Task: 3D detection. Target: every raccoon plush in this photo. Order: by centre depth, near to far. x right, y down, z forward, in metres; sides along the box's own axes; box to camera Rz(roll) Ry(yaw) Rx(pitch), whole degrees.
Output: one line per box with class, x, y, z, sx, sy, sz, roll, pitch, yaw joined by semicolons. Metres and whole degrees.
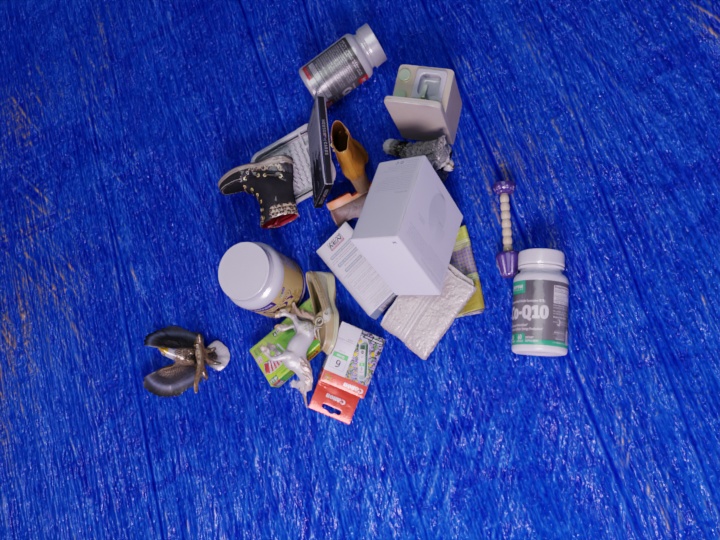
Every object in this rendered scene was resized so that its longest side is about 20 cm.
raccoon plush;0.122;-0.257;1.447;0.195;0.134;0.099;13;83;19

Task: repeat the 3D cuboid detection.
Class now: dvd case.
dvd case;-0.093;-0.263;1.468;0.024;0.150;0.206;-2;77;-14

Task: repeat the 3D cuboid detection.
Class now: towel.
towel;0.147;0.075;1.400;0.132;0.034;0.202;36;92;22
towel;0.188;0.012;1.429;0.140;0.023;0.205;-13;75;15

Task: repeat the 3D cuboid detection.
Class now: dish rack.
dish rack;-0.160;-0.242;1.582;0.196;0.043;0.175;-26;73;10

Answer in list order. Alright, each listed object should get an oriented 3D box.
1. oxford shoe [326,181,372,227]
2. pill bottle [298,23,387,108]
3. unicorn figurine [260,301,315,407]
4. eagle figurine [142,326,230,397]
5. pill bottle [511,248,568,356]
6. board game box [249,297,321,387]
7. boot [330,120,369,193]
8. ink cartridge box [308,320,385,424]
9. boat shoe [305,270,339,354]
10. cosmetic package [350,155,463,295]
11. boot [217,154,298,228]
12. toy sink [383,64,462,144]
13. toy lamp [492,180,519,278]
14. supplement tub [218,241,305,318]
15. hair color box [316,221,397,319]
oxford shoe;0.022;-0.162;1.506;0.196;0.071;0.074;-21;101;9
pill bottle;-0.040;-0.488;1.559;0.198;0.114;0.115;-33;71;8
unicorn figurine;-0.146;0.175;1.418;0.134;0.074;0.204;20;79;9
eagle figurine;-0.426;0.207;1.543;0.197;0.152;0.152;-15;27;43
pill bottle;0.363;0.066;1.315;0.110;0.113;0.206;1;78;17
board game box;-0.148;0.162;1.489;0.199;0.048;0.102;-41;71;6
boot;-0.030;-0.284;1.466;0.069;0.145;0.204;-21;46;6
ink cartridge box;-0.031;0.224;1.417;0.107;0.050;0.204;22;85;-6
boat shoe;-0.086;0.089;1.411;0.062;0.074;0.205;9;54;-18
cosmetic package;0.101;-0.087;1.342;0.121;0.200;0.204;-3;54;36
boot;-0.238;-0.174;1.535;0.195;0.073;0.154;-16;74;9
toy sink;0.142;-0.375;1.432;0.127;0.200;0.115;11;82;19
toy lamp;0.314;-0.086;1.395;0.057;0.058;0.206;-3;75;16
supplement tub;-0.219;0.021;1.460;0.141;0.200;0.150;-4;77;16
hair color box;0.000;0.000;1.471;0.099;0.061;0.201;-42;71;4
